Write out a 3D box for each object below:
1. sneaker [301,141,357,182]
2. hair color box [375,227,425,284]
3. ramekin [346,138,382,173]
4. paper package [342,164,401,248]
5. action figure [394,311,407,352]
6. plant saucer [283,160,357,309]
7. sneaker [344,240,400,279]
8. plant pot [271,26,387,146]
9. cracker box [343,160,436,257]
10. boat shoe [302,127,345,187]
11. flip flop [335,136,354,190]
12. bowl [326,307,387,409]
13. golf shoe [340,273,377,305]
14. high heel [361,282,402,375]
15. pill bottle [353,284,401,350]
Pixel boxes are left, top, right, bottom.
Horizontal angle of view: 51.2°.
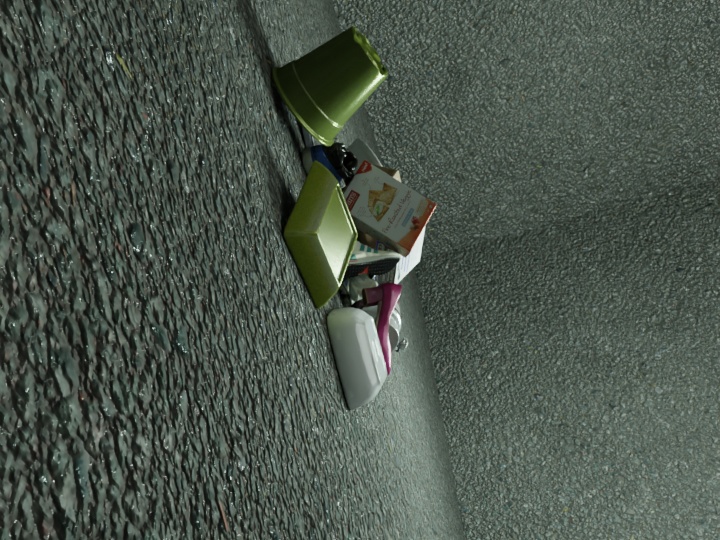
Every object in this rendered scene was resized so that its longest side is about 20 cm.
[{"bbox_3d":[-0.052,-0.212,1.698,0.201,0.110,0.078,66,16,-51],"label":"sneaker"},{"bbox_3d":[0.095,-0.047,1.839,0.200,0.064,0.111,-42,143,-61],"label":"hair color box"},{"bbox_3d":[0.004,-0.246,2.034,0.202,0.097,0.201,57,-7,11],"label":"ramekin"},{"bbox_3d":[0.029,-0.134,1.879,0.191,0.102,0.201,-54,147,-29],"label":"paper package"},{"bbox_3d":[0.073,0.157,1.991,0.201,0.100,0.120,-94,178,-61],"label":"action figure"},{"bbox_3d":[-0.061,-0.067,1.389,0.201,0.047,0.202,68,29,-43],"label":"plant saucer"},{"bbox_3d":[0.004,-0.040,1.670,0.198,0.070,0.094,-8,60,-40],"label":"sneaker"},{"bbox_3d":[-0.050,-0.396,1.559,0.200,0.189,0.201,48,19,-23],"label":"plant pot"},{"bbox_3d":[0.056,-0.141,1.714,0.135,0.198,0.058,-59,180,-19],"label":"cracker box"},{"bbox_3d":[-0.076,-0.280,1.759,0.075,0.085,0.204,-89,163,-65],"label":"boat shoe"},{"bbox_3d":[-0.072,-0.267,1.854,0.058,0.080,0.202,-123,-172,-65],"label":"flip flop"},{"bbox_3d":[-0.001,0.170,1.534,0.200,0.074,0.202,-11,86,-81],"label":"bowl"},{"bbox_3d":[0.000,0.000,1.765,0.201,0.096,0.079,-97,168,-51],"label":"golf shoe"},{"bbox_3d":[0.067,0.125,1.650,0.067,0.095,0.203,142,-60,-70],"label":"high heel"},{"bbox_3d":[0.040,0.104,1.791,0.201,0.113,0.115,-92,165,-58],"label":"pill bottle"}]
